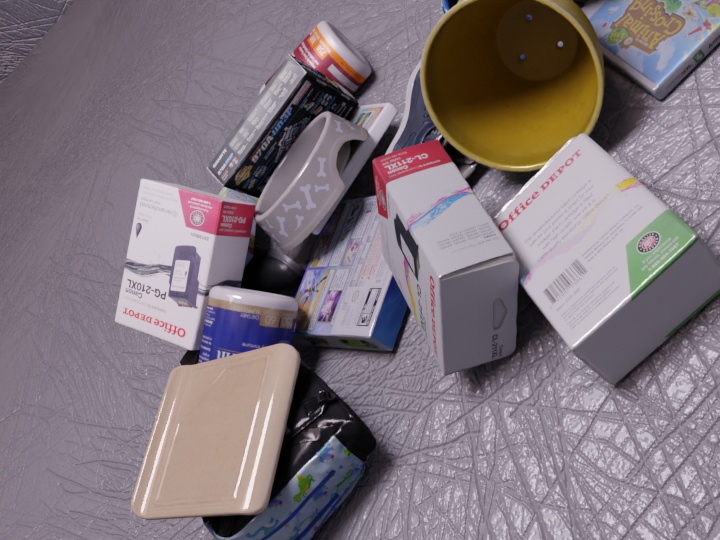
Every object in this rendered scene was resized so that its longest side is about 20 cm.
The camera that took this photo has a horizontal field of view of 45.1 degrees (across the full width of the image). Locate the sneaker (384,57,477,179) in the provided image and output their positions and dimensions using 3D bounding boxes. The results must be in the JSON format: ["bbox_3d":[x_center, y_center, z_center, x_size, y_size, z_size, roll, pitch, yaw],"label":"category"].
[{"bbox_3d":[0.107,-0.192,1.093,0.146,0.076,0.205,9,79,63],"label":"sneaker"}]

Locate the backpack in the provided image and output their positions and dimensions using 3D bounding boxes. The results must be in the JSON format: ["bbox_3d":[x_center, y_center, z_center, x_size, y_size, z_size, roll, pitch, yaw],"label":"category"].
[{"bbox_3d":[-0.088,0.227,0.968,0.200,0.155,0.163,-41,39,-13],"label":"backpack"}]

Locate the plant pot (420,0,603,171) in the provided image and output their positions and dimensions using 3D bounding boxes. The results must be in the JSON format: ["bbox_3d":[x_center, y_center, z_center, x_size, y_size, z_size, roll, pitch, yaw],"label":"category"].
[{"bbox_3d":[0.182,-0.234,0.970,0.198,0.201,0.142,-22,21,37],"label":"plant pot"}]

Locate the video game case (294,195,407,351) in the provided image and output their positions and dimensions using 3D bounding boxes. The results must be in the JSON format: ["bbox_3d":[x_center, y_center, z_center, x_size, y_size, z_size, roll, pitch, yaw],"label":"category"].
[{"bbox_3d":[0.000,0.000,1.104,0.180,0.045,0.202,-2,61,50],"label":"video game case"}]

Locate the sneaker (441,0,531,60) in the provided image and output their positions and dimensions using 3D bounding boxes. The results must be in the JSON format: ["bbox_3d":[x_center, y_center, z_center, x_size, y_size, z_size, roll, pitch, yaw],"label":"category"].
[{"bbox_3d":[0.167,-0.324,1.135,0.074,0.082,0.200,-49,39,6],"label":"sneaker"}]

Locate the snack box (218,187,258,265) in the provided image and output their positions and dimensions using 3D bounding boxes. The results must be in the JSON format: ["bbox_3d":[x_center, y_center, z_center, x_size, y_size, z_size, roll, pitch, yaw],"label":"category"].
[{"bbox_3d":[-0.229,-0.023,1.319,0.169,0.067,0.201,-50,19,18],"label":"snack box"}]

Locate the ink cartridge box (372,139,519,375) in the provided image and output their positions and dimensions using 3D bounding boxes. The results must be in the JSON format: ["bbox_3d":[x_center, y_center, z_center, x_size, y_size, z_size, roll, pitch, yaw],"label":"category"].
[{"bbox_3d":[0.086,-0.016,0.910,0.082,0.147,0.201,-16,44,-9],"label":"ink cartridge box"}]

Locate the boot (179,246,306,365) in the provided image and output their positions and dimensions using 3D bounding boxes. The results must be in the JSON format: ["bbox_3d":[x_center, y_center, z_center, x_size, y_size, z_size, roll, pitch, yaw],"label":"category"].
[{"bbox_3d":[-0.165,0.068,1.220,0.201,0.065,0.164,-58,23,-12],"label":"boot"}]

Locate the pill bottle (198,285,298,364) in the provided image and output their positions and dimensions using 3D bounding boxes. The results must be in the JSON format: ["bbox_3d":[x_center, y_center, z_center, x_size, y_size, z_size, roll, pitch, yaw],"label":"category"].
[{"bbox_3d":[-0.147,0.127,1.082,0.115,0.115,0.203,8,90,51],"label":"pill bottle"}]

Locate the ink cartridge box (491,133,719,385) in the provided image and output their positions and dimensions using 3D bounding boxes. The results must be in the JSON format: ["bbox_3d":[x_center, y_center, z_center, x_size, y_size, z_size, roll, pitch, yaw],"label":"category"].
[{"bbox_3d":[0.225,-0.017,0.826,0.145,0.087,0.201,-45,38,13],"label":"ink cartridge box"}]

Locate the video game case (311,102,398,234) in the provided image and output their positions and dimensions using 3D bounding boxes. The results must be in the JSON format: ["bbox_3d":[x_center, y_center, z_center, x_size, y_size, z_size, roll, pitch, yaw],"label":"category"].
[{"bbox_3d":[-0.032,-0.148,1.233,0.201,0.024,0.182,-56,17,-1],"label":"video game case"}]

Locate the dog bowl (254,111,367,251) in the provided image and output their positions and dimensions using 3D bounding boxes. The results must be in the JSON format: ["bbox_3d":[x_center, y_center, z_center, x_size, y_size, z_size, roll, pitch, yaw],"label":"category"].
[{"bbox_3d":[-0.072,-0.125,1.164,0.200,0.058,0.201,-48,20,23],"label":"dog bowl"}]

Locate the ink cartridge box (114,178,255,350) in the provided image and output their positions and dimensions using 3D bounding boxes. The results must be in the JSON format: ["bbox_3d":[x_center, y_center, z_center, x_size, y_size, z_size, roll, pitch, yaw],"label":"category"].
[{"bbox_3d":[-0.237,-0.007,1.170,0.143,0.084,0.203,15,97,27],"label":"ink cartridge box"}]

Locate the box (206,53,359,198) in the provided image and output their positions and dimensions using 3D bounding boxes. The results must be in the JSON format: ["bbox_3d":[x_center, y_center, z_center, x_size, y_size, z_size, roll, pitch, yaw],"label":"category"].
[{"bbox_3d":[-0.108,-0.195,1.249,0.046,0.158,0.201,45,105,24],"label":"box"}]

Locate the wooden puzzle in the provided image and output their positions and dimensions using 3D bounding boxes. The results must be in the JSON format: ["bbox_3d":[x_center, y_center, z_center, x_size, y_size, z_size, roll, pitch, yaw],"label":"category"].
[{"bbox_3d":[-0.157,0.181,0.957,0.198,0.037,0.187,-13,53,36],"label":"wooden puzzle"}]

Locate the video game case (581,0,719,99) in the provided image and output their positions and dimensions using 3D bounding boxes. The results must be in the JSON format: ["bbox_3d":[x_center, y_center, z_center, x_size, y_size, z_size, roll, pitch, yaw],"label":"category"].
[{"bbox_3d":[0.343,-0.302,0.966,0.182,0.022,0.201,-46,37,14],"label":"video game case"}]

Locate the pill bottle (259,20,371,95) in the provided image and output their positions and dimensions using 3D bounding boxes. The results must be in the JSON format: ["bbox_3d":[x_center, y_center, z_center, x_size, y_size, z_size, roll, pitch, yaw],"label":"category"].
[{"bbox_3d":[-0.086,-0.282,1.368,0.200,0.113,0.113,-45,37,15],"label":"pill bottle"}]
